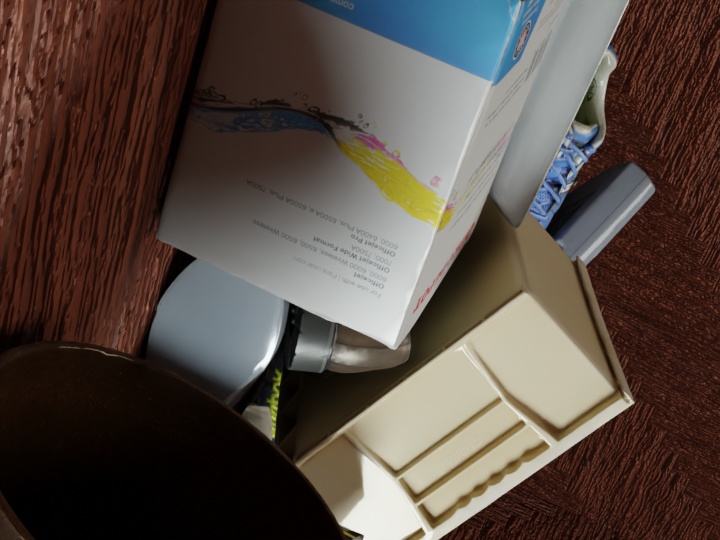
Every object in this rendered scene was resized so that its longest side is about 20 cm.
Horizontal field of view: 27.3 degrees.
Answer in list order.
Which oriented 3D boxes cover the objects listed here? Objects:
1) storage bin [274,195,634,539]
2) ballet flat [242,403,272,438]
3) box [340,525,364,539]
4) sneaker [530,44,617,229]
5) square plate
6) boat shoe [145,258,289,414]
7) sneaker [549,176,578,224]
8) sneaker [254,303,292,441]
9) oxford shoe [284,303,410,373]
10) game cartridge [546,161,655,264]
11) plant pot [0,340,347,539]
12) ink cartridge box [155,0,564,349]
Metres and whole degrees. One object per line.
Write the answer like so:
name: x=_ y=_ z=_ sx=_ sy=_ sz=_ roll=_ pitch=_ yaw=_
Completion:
storage bin: x=0.046 y=0.061 z=0.916 sx=0.198 sy=0.094 sz=0.200 roll=-38 pitch=-162 yaw=15
ballet flat: x=-0.097 y=0.130 z=1.062 sx=0.200 sy=0.068 sz=0.069 roll=120 pitch=-11 yaw=-67
box: x=-0.112 y=0.202 z=0.817 sx=0.200 sy=0.159 sz=0.049 roll=-64 pitch=169 yaw=-4
sneaker: x=0.133 y=-0.090 z=1.110 sx=0.077 sy=0.076 sz=0.201 roll=27 pitch=-76 yaw=58
square plate: x=0.087 y=-0.158 z=0.886 sx=0.199 sy=0.028 sz=0.200 roll=-67 pitch=-151 yaw=24
boat shoe: x=-0.083 y=0.053 z=0.875 sx=0.068 sy=0.073 sz=0.200 roll=-51 pitch=164 yaw=-55
sneaker: x=0.123 y=-0.062 z=1.265 sx=0.090 sy=0.078 sz=0.200 roll=-48 pitch=180 yaw=27
sneaker: x=-0.050 y=0.056 z=1.110 sx=0.082 sy=0.074 sz=0.200 roll=-68 pitch=177 yaw=-47
oxford shoe: x=0.000 y=0.000 z=0.884 sx=0.200 sy=0.084 sz=0.073 roll=-93 pitch=-167 yaw=-56
game cartridge: x=0.163 y=-0.023 z=1.228 sx=0.133 sy=0.042 sz=0.200 roll=-41 pitch=-178 yaw=-20
plant pot: x=-0.131 y=0.166 z=0.643 sx=0.200 sy=0.187 sz=0.187 roll=-53 pitch=176 yaw=20
ink cartridge box: x=0.005 y=-0.095 z=0.772 sx=0.147 sy=0.144 sz=0.200 roll=-50 pitch=162 yaw=-59
